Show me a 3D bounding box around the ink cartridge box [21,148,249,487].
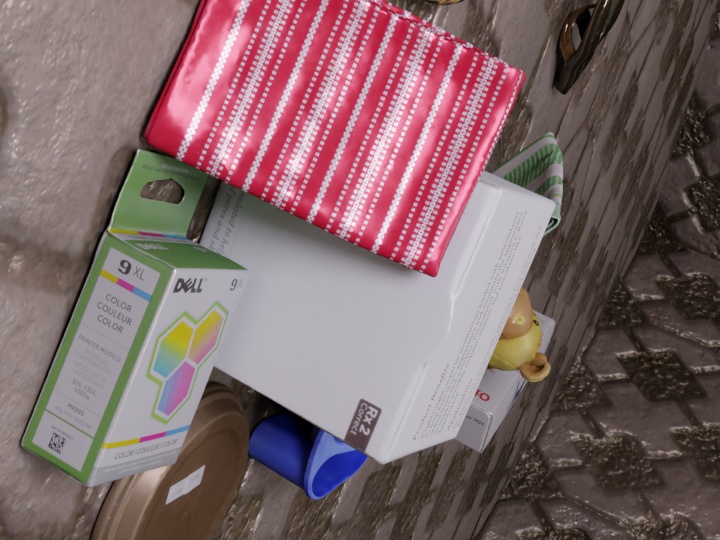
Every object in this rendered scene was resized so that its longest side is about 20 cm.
[{"bbox_3d":[-0.131,0.031,0.700,0.200,0.059,0.104,-67,161,7],"label":"ink cartridge box"}]

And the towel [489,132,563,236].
[{"bbox_3d":[0.102,-0.042,0.908,0.152,0.023,0.200,-33,-167,23],"label":"towel"}]

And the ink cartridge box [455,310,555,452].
[{"bbox_3d":[0.144,0.118,1.431,0.200,0.146,0.086,-49,157,-40],"label":"ink cartridge box"}]

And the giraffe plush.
[{"bbox_3d":[0.127,0.069,1.212,0.200,0.162,0.173,87,2,-63],"label":"giraffe plush"}]

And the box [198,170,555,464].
[{"bbox_3d":[0.000,0.000,0.785,0.131,0.200,0.199,2,112,-64],"label":"box"}]

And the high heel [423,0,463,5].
[{"bbox_3d":[0.106,-0.240,0.880,0.071,0.142,0.200,-65,162,0],"label":"high heel"}]

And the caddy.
[{"bbox_3d":[-0.020,0.141,1.071,0.200,0.105,0.142,-19,131,-66],"label":"caddy"}]

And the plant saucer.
[{"bbox_3d":[-0.150,0.188,0.899,0.200,0.029,0.200,-52,157,-33],"label":"plant saucer"}]

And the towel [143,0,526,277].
[{"bbox_3d":[-0.015,-0.100,0.662,0.022,0.200,0.145,-174,-71,-85],"label":"towel"}]

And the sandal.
[{"bbox_3d":[0.295,-0.315,1.464,0.082,0.055,0.200,-50,171,-24],"label":"sandal"}]
